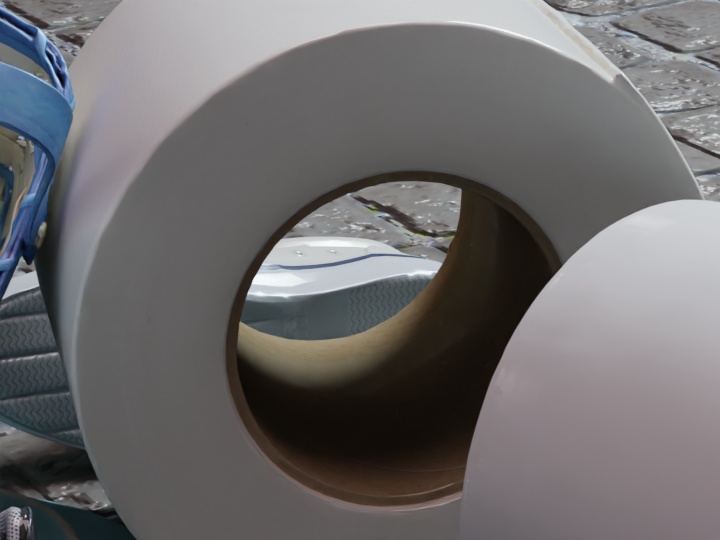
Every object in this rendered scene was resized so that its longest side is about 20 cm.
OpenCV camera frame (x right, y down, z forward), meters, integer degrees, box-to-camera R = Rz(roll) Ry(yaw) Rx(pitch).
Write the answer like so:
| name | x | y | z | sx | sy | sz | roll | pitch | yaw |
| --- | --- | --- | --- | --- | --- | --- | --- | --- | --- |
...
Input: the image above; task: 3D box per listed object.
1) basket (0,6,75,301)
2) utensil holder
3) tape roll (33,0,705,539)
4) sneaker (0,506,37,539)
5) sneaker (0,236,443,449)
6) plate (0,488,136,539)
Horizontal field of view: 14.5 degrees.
| name | x | y | z | sx | sy | sz | roll | pitch | yaw |
| --- | --- | --- | --- | --- | --- | --- | --- | --- | --- |
| basket | -0.176 | -0.039 | 0.843 | 0.176 | 0.139 | 0.200 | 19 | -15 | -2 |
| utensil holder | 0.148 | 0.075 | 0.734 | 0.170 | 0.170 | 0.200 | -21 | 26 | -41 |
| tape roll | 0.000 | 0.000 | 0.898 | 0.202 | 0.203 | 0.139 | -6 | 20 | -11 |
| sneaker | -0.091 | 0.126 | 0.692 | 0.075 | 0.114 | 0.200 | -16 | 25 | -32 |
| sneaker | -0.055 | 0.026 | 1.039 | 0.200 | 0.073 | 0.071 | -1 | 9 | -23 |
| plate | -0.154 | 0.104 | 0.887 | 0.200 | 0.026 | 0.200 | -1 | 20 | 0 |
